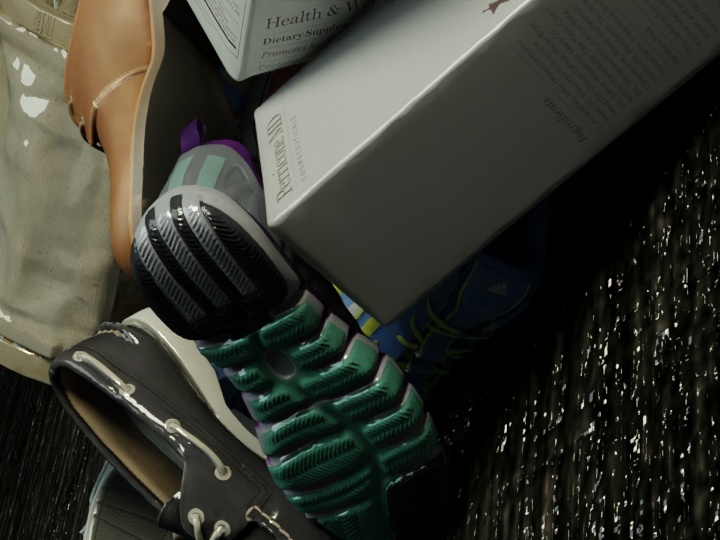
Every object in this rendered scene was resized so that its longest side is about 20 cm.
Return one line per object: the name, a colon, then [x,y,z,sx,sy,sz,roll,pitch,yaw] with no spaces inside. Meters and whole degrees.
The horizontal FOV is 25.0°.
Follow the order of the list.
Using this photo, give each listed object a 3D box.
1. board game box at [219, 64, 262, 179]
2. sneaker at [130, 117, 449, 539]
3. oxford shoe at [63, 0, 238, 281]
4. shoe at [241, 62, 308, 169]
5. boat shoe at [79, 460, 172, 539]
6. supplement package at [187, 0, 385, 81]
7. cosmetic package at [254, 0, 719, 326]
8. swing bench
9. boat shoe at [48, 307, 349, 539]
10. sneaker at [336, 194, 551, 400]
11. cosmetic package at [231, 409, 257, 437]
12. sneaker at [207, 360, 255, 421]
board game box: [-0.056,-0.128,0.855,0.152,0.045,0.201,42,-120,-65]
sneaker: [-0.018,0.028,0.679,0.074,0.200,0.088,-20,32,18]
oxford shoe: [-0.099,-0.068,0.724,0.071,0.071,0.201,-19,49,18]
shoe: [0.008,-0.139,0.798,0.091,0.071,0.201,-1,68,58]
boat shoe: [-0.131,0.136,1.036,0.065,0.074,0.203,123,163,-49]
supplement package: [0.014,-0.215,0.670,0.147,0.191,0.200,59,155,27]
cosmetic package: [0.054,-0.083,0.640,0.200,0.071,0.102,-41,29,17]
swing bench: [-0.158,-0.066,0.948,0.200,0.129,0.200,-50,-23,-69]
boat shoe: [-0.070,0.100,0.746,0.200,0.060,0.074,50,141,22]
sneaker: [0.022,0.015,0.718,0.201,0.075,0.105,-66,19,6]
cosmetic package: [-0.074,0.056,0.935,0.200,0.082,0.051,-45,30,50]
sneaker: [0.000,0.000,0.811,0.200,0.078,0.075,-47,19,11]
